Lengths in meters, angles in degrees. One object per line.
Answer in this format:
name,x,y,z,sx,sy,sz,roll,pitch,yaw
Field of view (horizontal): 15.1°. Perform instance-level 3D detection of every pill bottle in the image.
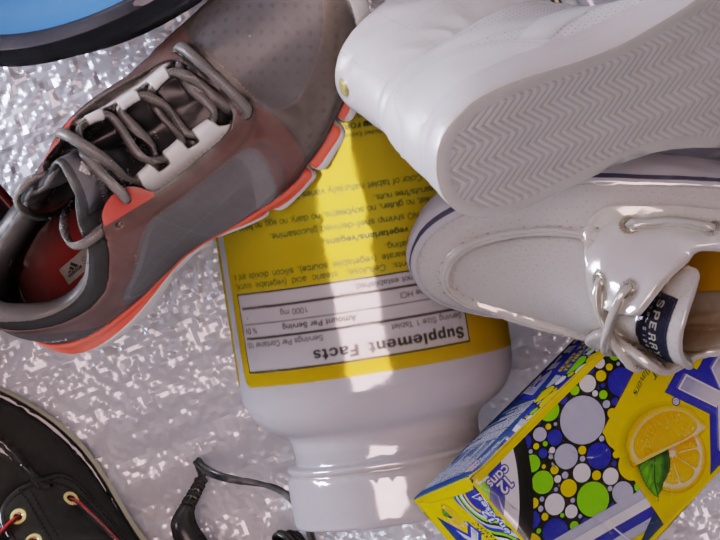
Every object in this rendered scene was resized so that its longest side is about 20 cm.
pill bottle,0.000,0.000,1.097,0.112,0.112,0.200,-8,92,7

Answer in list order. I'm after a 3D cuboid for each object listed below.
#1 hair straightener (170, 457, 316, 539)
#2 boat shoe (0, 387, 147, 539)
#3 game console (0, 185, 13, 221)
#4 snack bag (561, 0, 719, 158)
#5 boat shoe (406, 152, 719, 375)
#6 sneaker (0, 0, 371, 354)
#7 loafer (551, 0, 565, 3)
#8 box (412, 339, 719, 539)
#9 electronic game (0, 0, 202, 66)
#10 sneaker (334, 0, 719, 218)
hair straightener,-0.012,0.161,1.143,0.077,0.041,0.200,-33,83,18
boat shoe,-0.133,0.121,1.144,0.074,0.063,0.201,-43,85,11
game console,-0.263,-0.005,1.097,0.200,0.172,0.119,-44,54,26
snack bag,0.158,-0.161,1.090,0.200,0.021,0.189,-27,88,-16
boat shoe,0.111,0.003,0.993,0.200,0.070,0.071,1,132,14
sneaker,-0.075,-0.041,1.018,0.077,0.082,0.200,46,107,17
loafer,0.077,-0.129,1.101,0.070,0.075,0.200,-29,89,11
box,0.118,0.045,1.062,0.200,0.064,0.070,-43,96,-23
electronic game,-0.096,-0.158,1.080,0.200,0.200,0.042,-30,130,7
sneaker,0.090,-0.088,1.005,0.200,0.116,0.074,-16,120,-21
